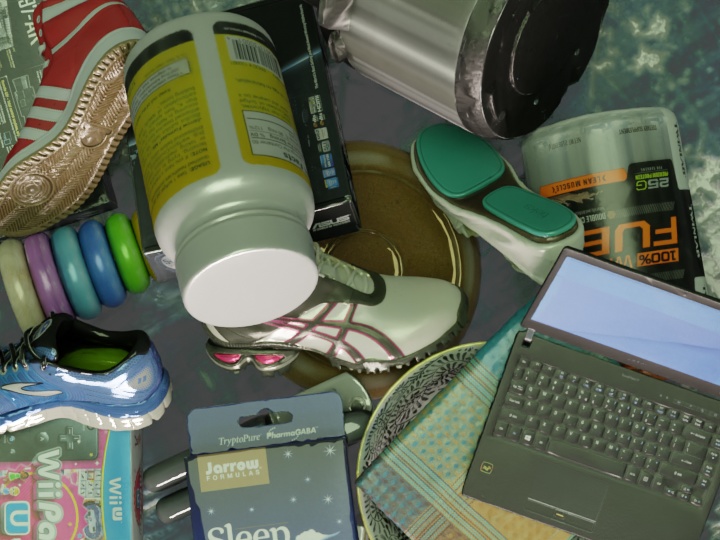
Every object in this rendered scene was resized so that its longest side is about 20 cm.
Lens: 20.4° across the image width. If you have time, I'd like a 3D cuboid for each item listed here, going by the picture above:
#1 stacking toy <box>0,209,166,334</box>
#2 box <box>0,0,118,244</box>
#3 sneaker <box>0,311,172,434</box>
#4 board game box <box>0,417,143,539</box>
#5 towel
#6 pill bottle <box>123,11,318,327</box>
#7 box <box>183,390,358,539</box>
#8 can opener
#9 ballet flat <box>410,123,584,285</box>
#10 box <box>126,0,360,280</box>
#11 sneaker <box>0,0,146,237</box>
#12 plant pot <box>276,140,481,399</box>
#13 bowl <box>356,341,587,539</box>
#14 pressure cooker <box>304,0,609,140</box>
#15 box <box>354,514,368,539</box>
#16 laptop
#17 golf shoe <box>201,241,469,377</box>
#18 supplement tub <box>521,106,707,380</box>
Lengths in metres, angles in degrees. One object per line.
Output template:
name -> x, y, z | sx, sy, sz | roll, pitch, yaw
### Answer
stacking toy -> -0.175, -0.012, 1.550 | 0.198, 0.085, 0.086 | -19, 86, -3
box -> -0.296, -0.122, 1.576 | 0.159, 0.044, 0.202 | -18, 86, 2
sneaker -> -0.243, 0.067, 1.495 | 0.198, 0.090, 0.079 | -3, 43, 1
board game box -> -0.269, 0.176, 1.549 | 0.198, 0.064, 0.149 | -1, 86, 1
towel -> 0.114, 0.132, 1.451 | 0.147, 0.022, 0.200 | 45, 95, -3
pill bottle -> -0.095, -0.070, 1.396 | 0.113, 0.115, 0.201 | -16, 59, 2
box -> -0.061, 0.194, 1.452 | 0.120, 0.032, 0.202 | -7, 85, 3
can opener -> -0.078, 0.136, 1.527 | 0.199, 0.066, 0.053 | -25, 83, 18
ballet flat -> 0.098, -0.043, 1.492 | 0.069, 0.200, 0.070 | -16, 123, -26
box -> -0.095, -0.104, 1.516 | 0.159, 0.044, 0.201 | -13, 59, 4
sneaker -> -0.229, -0.126, 1.516 | 0.200, 0.071, 0.113 | -49, 45, 21
plant pot -> 0.000, 0.000, 1.540 | 0.198, 0.027, 0.202 | 0, 90, -11
bowl -> 0.093, 0.150, 1.511 | 0.199, 0.094, 0.203 | 0, 94, -3
pressure cooker -> 0.062, -0.208, 1.486 | 0.199, 0.176, 0.179 | 30, 83, 30
box -> -0.060, 0.281, 1.513 | 0.111, 0.101, 0.202 | 9, 87, 4
laptop -> 0.185, 0.101, 1.384 | 0.176, 0.103, 0.202 | 19, 96, -1
golf shoe -> -0.019, 0.024, 1.460 | 0.198, 0.078, 0.089 | -6, 128, -1
supplement tub -> 0.194, -0.014, 1.507 | 0.121, 0.123, 0.202 | -10, 86, 2
